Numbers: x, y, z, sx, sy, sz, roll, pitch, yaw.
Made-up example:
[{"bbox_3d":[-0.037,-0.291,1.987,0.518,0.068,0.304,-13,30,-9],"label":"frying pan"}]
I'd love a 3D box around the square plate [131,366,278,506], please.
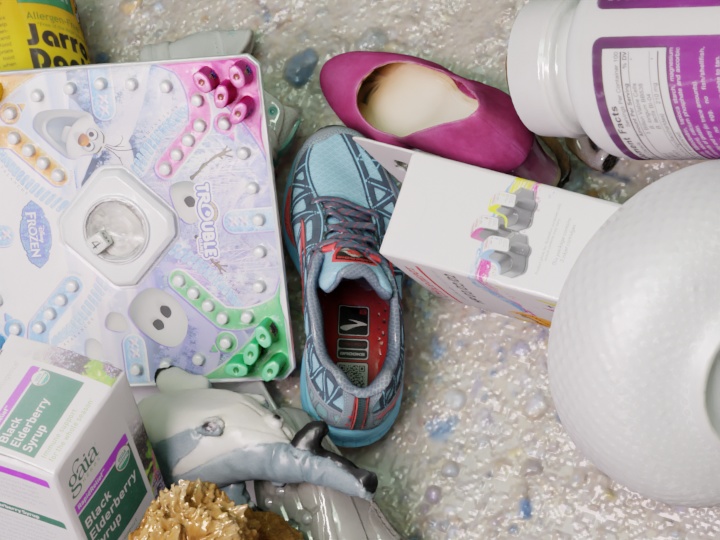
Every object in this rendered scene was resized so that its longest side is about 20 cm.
[{"bbox_3d":[-0.149,0.104,1.742,0.198,0.028,0.200,-32,65,5],"label":"square plate"}]

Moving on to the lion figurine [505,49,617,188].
[{"bbox_3d":[0.137,-0.158,1.715,0.122,0.072,0.200,34,87,28],"label":"lion figurine"}]

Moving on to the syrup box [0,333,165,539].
[{"bbox_3d":[-0.165,0.134,1.604,0.081,0.200,0.079,16,55,22],"label":"syrup box"}]

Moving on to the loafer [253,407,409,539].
[{"bbox_3d":[-0.002,0.170,1.649,0.070,0.070,0.200,-41,68,45],"label":"loafer"}]

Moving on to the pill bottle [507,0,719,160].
[{"bbox_3d":[0.187,-0.118,1.582,0.200,0.112,0.112,2,72,36],"label":"pill bottle"}]

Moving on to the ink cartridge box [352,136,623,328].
[{"bbox_3d":[0.090,-0.012,1.655,0.200,0.115,0.068,16,81,23],"label":"ink cartridge box"}]

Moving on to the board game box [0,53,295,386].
[{"bbox_3d":[-0.148,-0.024,1.696,0.200,0.026,0.200,-3,103,14],"label":"board game box"}]

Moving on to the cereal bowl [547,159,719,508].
[{"bbox_3d":[0.208,0.044,1.548,0.200,0.200,0.083,-46,30,-1],"label":"cereal bowl"}]

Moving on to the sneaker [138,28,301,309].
[{"bbox_3d":[-0.075,-0.068,1.758,0.088,0.075,0.200,-17,66,-1],"label":"sneaker"}]

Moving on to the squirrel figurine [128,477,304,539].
[{"bbox_3d":[-0.091,0.220,1.558,0.141,0.187,0.200,-25,75,43],"label":"squirrel figurine"}]

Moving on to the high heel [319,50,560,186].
[{"bbox_3d":[0.030,-0.104,1.701,0.067,0.096,0.200,-51,49,-3],"label":"high heel"}]

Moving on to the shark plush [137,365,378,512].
[{"bbox_3d":[-0.070,0.110,1.643,0.200,0.091,0.083,-1,110,25],"label":"shark plush"}]

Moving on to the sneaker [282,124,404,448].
[{"bbox_3d":[0.000,0.000,1.685,0.079,0.096,0.200,-4,73,-8],"label":"sneaker"}]

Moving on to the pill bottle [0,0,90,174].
[{"bbox_3d":[-0.230,-0.134,1.803,0.113,0.113,0.200,-20,66,11],"label":"pill bottle"}]
